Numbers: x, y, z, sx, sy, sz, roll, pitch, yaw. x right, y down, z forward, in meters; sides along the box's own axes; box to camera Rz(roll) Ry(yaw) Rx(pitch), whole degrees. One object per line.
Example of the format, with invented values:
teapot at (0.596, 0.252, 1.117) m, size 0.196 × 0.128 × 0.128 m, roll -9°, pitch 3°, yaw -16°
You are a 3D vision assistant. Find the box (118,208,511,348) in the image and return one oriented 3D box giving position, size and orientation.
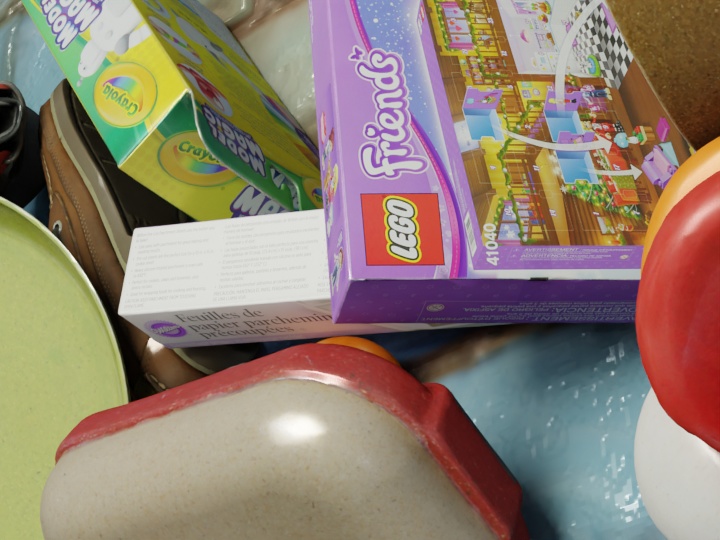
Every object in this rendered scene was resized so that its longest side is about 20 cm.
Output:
box at (0.000, 0.000, 0.788) m, size 0.200 × 0.039 × 0.042 m, roll -6°, pitch 63°, yaw 29°

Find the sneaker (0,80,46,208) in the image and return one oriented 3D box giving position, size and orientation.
sneaker at (-0.183, -0.056, 0.959) m, size 0.082 × 0.200 × 0.077 m, roll -12°, pitch 90°, yaw 21°

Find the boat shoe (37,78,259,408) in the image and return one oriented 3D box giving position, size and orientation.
boat shoe at (-0.116, -0.009, 0.928) m, size 0.068 × 0.072 × 0.200 m, roll -47°, pitch 43°, yaw 18°

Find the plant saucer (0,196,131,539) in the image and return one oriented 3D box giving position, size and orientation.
plant saucer at (-0.175, 0.061, 0.890) m, size 0.200 × 0.031 × 0.200 m, roll 1°, pitch 93°, yaw 28°

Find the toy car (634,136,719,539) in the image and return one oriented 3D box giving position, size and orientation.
toy car at (0.151, 0.030, 0.560) m, size 0.175 × 0.150 × 0.200 m, roll -52°, pitch 41°, yaw 13°

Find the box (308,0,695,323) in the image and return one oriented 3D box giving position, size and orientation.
box at (0.052, -0.078, 0.728) m, size 0.039 × 0.137 × 0.200 m, roll 111°, pitch 157°, yaw -63°

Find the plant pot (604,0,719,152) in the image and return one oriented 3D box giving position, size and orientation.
plant pot at (0.176, -0.148, 0.630) m, size 0.200 × 0.186 × 0.187 m, roll -20°, pitch 55°, yaw 23°

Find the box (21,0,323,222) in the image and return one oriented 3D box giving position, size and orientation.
box at (-0.073, -0.072, 0.880) m, size 0.048 × 0.117 × 0.200 m, roll -47°, pitch 42°, yaw 9°

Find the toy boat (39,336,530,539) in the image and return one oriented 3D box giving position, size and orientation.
toy boat at (-0.022, 0.076, 0.767) m, size 0.200 × 0.131 × 0.131 m, roll -20°, pitch 26°, yaw 39°
